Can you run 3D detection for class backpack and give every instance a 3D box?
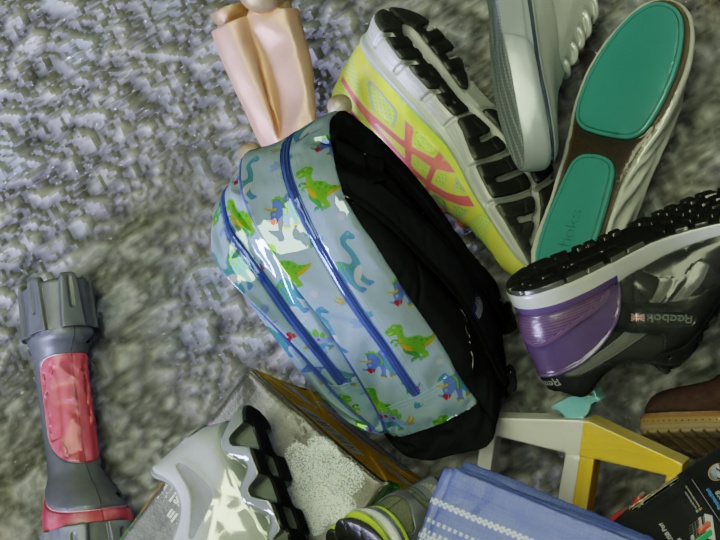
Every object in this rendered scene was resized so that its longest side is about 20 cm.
[{"bbox_3d":[0.000,0.000,1.685,0.153,0.200,0.163,-12,39,14],"label":"backpack"}]

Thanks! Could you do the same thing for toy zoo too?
[{"bbox_3d":[0.129,0.168,1.701,0.131,0.020,0.201,13,103,19],"label":"toy zoo"}]

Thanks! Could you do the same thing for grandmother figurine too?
[{"bbox_3d":[-0.045,-0.081,1.796,0.060,0.121,0.201,-16,87,-26],"label":"grandmother figurine"}]

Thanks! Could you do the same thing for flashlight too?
[{"bbox_3d":[-0.188,0.103,1.821,0.068,0.068,0.201,-11,78,17],"label":"flashlight"}]

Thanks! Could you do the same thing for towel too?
[{"bbox_3d":[0.082,0.226,1.592,0.144,0.024,0.201,20,89,19],"label":"towel"}]

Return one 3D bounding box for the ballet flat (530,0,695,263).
[{"bbox_3d":[0.164,-0.073,1.741,0.069,0.069,0.200,19,83,20],"label":"ballet flat"}]

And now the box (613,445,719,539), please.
[{"bbox_3d":[0.255,0.179,1.568,0.198,0.050,0.200,-36,50,5],"label":"box"}]

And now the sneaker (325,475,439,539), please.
[{"bbox_3d":[0.038,0.211,1.686,0.081,0.200,0.074,-33,47,-28],"label":"sneaker"}]

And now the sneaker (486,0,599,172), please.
[{"bbox_3d":[0.119,-0.159,1.752,0.071,0.073,0.201,-2,70,-5],"label":"sneaker"}]

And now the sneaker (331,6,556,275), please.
[{"bbox_3d":[0.055,-0.069,1.778,0.090,0.078,0.200,-43,75,34],"label":"sneaker"}]

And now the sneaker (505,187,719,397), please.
[{"bbox_3d":[0.191,0.013,1.682,0.200,0.076,0.088,-21,105,-7],"label":"sneaker"}]

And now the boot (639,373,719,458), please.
[{"bbox_3d":[0.269,0.028,1.701,0.199,0.072,0.167,-7,67,18],"label":"boot"}]

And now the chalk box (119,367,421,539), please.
[{"bbox_3d":[-0.068,0.182,1.742,0.124,0.124,0.200,39,95,18],"label":"chalk box"}]

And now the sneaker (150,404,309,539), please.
[{"bbox_3d":[-0.068,0.188,1.641,0.088,0.074,0.200,-26,66,12],"label":"sneaker"}]

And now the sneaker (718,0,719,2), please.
[{"bbox_3d":[0.269,-0.167,1.721,0.075,0.081,0.200,-37,64,24],"label":"sneaker"}]
